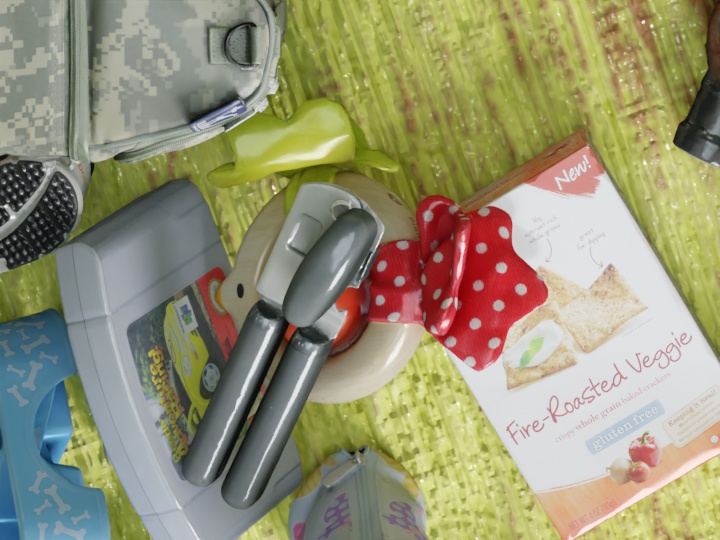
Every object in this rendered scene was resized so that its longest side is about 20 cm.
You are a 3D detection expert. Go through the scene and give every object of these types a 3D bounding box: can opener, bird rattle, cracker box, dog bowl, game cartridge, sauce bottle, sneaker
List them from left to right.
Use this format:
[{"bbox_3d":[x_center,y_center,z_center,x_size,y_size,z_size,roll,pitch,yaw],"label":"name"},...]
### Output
[{"bbox_3d":[-0.231,-0.018,1.705,0.199,0.080,0.074,-25,108,23],"label":"sneaker"},{"bbox_3d":[-0.188,0.117,1.673,0.049,0.112,0.201,-2,60,-21],"label":"dog bowl"},{"bbox_3d":[-0.105,0.061,1.687,0.041,0.133,0.201,-11,105,37],"label":"game cartridge"},{"bbox_3d":[-0.046,0.041,1.600,0.052,0.066,0.201,30,116,10],"label":"can opener"},{"bbox_3d":[0.000,0.000,1.658,0.200,0.112,0.163,43,112,20],"label":"bird rattle"},{"bbox_3d":[0.124,0.038,1.717,0.133,0.058,0.201,-31,100,8],"label":"cracker box"},{"bbox_3d":[0.235,-0.155,1.672,0.066,0.066,0.201,24,103,-5],"label":"sauce bottle"}]

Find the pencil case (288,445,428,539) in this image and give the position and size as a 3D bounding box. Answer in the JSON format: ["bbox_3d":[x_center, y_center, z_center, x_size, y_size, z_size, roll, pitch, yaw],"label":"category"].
[{"bbox_3d":[0.006,0.175,1.678,0.083,0.200,0.091,11,109,-9],"label":"pencil case"}]

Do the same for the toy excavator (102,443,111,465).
[{"bbox_3d":[-0.121,0.200,1.746,0.194,0.100,0.200,43,85,-8],"label":"toy excavator"}]

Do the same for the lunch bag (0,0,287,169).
[{"bbox_3d":[-0.123,-0.132,1.608,0.166,0.200,0.140,0,101,1],"label":"lunch bag"}]
